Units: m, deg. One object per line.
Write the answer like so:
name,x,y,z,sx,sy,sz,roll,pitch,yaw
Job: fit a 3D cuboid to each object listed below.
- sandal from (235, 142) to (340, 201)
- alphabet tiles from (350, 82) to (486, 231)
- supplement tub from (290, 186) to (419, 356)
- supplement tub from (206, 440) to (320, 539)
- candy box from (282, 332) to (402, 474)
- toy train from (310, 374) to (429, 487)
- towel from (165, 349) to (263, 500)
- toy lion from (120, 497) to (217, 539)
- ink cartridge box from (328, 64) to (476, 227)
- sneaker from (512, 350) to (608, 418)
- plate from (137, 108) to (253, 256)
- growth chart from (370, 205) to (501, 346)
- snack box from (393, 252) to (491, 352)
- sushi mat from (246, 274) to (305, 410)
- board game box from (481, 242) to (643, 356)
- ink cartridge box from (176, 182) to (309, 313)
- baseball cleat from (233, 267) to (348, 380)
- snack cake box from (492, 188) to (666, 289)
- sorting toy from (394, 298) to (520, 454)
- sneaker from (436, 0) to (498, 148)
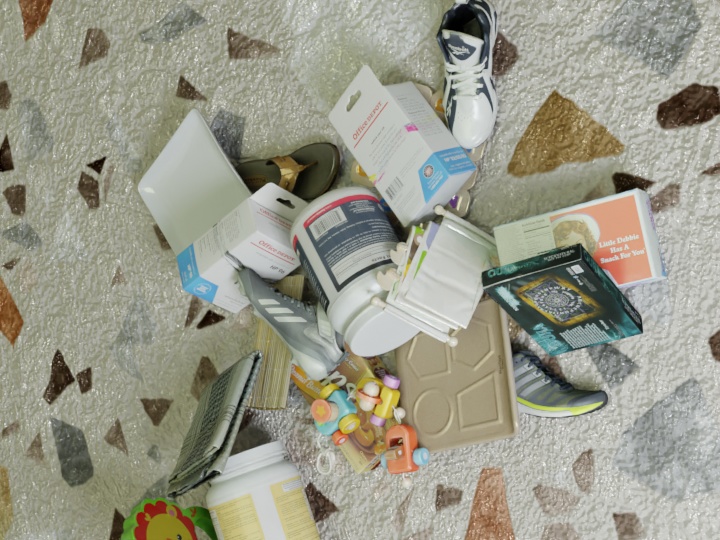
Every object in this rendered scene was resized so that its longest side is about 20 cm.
sandal,-0.118,-0.144,1.796,0.198,0.054,0.083,-3,89,30
alphabet tiles,0.080,-0.157,1.708,0.194,0.015,0.203,19,101,27
supplement tub,0.000,0.000,1.656,0.140,0.140,0.201,-41,60,24
supplement tub,-0.142,0.365,1.772,0.144,0.145,0.202,-24,80,27
candy box,-0.012,0.175,1.745,0.115,0.055,0.201,-44,71,23
toy train,-0.001,0.220,1.655,0.198,0.055,0.152,-9,78,38
towel,-0.221,0.228,1.777,0.192,0.034,0.202,-34,32,51
toy lion,-0.261,0.413,1.789,0.068,0.200,0.192,-37,91,26
ink cartridge box,0.054,-0.175,1.660,0.201,0.067,0.115,55,131,16
sneaker,0.230,0.148,1.602,0.198,0.074,0.082,6,91,27
plate,-0.245,-0.113,1.864,0.200,0.032,0.201,-46,70,37
growth chart,0.106,0.002,1.591,0.144,0.201,0.018,34,148,0
snack box,0.107,0.037,1.692,0.072,0.024,0.201,40,110,24
sushi mat,-0.128,0.106,1.788,0.095,0.012,0.203,-6,71,43
board game box,0.255,0.041,1.519,0.134,0.200,0.028,-16,53,28
ink cartridge box,-0.160,-0.031,1.780,0.199,0.115,0.068,-37,50,25
baseball cleat,-0.090,0.057,1.727,0.106,0.070,0.201,-41,79,12
snack cake box,0.281,-0.024,1.564,0.198,0.067,0.117,-14,83,26
sorting toy,0.129,0.145,1.624,0.199,0.036,0.188,-20,66,38
sneaker,0.136,-0.268,1.599,0.079,0.129,0.202,10,91,20
